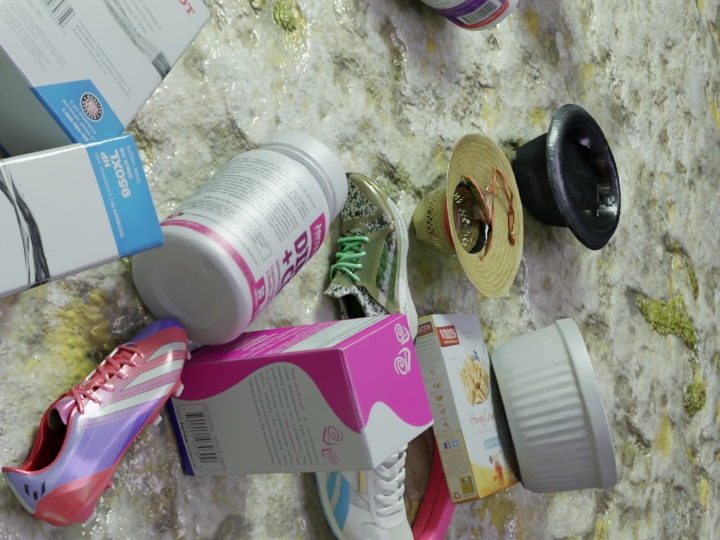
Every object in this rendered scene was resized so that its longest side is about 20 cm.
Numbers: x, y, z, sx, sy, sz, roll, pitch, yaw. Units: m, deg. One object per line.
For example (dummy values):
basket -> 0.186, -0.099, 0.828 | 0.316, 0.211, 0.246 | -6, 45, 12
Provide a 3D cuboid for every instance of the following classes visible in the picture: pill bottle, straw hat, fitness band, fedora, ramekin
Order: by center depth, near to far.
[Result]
pill bottle -> -0.097, -0.035, 1.028 | 0.200, 0.113, 0.113 | -50, 122, -45
fitness band -> 0.052, 0.214, 1.247 | 0.144, 0.037, 0.200 | 52, 45, -34
straw hat -> 0.107, -0.057, 1.333 | 0.201, 0.085, 0.201 | 19, 67, -57
pill bottle -> 0.094, -0.361, 1.352 | 0.200, 0.111, 0.112 | 21, 67, -50
ramekin -> 0.219, 0.162, 1.366 | 0.200, 0.105, 0.200 | -14, 90, -87
fedora -> 0.263, -0.117, 1.548 | 0.200, 0.092, 0.201 | 14, 72, -51

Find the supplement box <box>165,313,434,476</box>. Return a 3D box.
supplement box -> -0.055, 0.105, 0.984 | 0.103, 0.200, 0.101 | -25, 104, -52

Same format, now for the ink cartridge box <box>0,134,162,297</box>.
ink cartridge box -> -0.256, -0.022, 0.774 | 0.200, 0.144, 0.084 | -24, 101, -53

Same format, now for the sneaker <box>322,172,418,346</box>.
sneaker -> 0.000, 0.000, 1.194 | 0.089, 0.077, 0.200 | -15, 93, -45

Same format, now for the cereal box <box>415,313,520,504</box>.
cereal box -> 0.115, 0.147, 1.297 | 0.144, 0.039, 0.200 | 2, 72, -65

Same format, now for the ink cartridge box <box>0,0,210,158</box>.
ink cartridge box -> -0.224, -0.190, 0.914 | 0.145, 0.084, 0.200 | 55, 44, -31

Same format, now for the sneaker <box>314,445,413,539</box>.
sneaker -> 0.007, 0.190, 1.122 | 0.076, 0.081, 0.200 | -15, 82, -51

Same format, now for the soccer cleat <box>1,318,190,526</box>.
soccer cleat -> -0.198, 0.104, 0.911 | 0.076, 0.067, 0.200 | 50, 49, -29
